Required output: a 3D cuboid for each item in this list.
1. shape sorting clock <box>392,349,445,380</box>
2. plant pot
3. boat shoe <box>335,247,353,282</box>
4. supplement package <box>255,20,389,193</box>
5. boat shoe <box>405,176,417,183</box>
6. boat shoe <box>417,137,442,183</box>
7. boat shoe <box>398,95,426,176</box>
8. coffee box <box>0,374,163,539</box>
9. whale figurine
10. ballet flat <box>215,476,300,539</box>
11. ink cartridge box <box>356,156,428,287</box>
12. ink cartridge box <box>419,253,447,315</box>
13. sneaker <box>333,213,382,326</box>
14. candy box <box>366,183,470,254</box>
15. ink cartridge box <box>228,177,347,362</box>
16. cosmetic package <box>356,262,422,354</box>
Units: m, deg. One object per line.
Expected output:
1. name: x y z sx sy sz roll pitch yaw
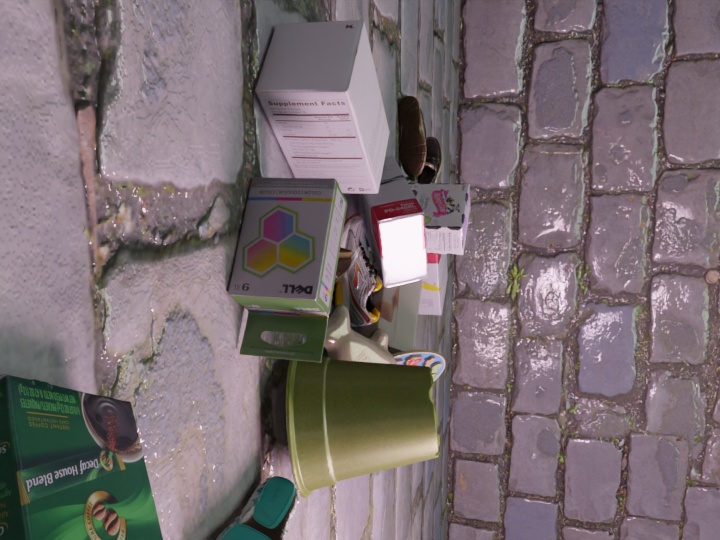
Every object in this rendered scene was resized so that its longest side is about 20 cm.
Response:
1. shape sorting clock: 0.066 0.206 1.149 0.200 0.200 0.039 73 -4 -53
2. plant pot: 0.010 0.200 0.846 0.200 0.189 0.201 -6 90 -86
3. boat shoe: -0.066 0.001 0.840 0.200 0.070 0.071 -14 110 -68
4. supplement package: -0.040 -0.205 0.798 0.200 0.117 0.117 69 28 -58
5. boat shoe: 0.116 -0.195 1.534 0.200 0.072 0.062 -66 139 -72
6. boat shoe: 0.195 -0.295 1.754 0.065 0.073 0.201 52 43 -73
7. boat shoe: 0.137 -0.340 1.549 0.065 0.073 0.201 -43 134 -62
8. coffee box: -0.162 0.168 0.356 0.200 0.044 0.123 67 7 25
9. whale figurine: -0.023 0.147 1.000 0.159 0.104 0.200 -44 120 -24
10. ballet flat: -0.120 0.311 0.693 0.200 0.072 0.072 -36 127 -71
11. ink cartridge box: 0.052 -0.092 1.093 0.200 0.083 0.145 -108 -173 -50
12. ink cartridge box: 0.120 -0.018 1.395 0.145 0.144 0.200 -71 158 -49
13. sneaker: 0.000 0.000 1.060 0.078 0.082 0.201 -48 138 -68
14. candy box: 0.126 -0.113 1.292 0.168 0.199 0.072 -71 159 -48
15. ink cartridge box: -0.084 -0.005 0.692 0.059 0.104 0.200 57 38 -65
16. cosmetic package: 0.057 0.077 1.212 0.103 0.087 0.200 -43 -149 54
